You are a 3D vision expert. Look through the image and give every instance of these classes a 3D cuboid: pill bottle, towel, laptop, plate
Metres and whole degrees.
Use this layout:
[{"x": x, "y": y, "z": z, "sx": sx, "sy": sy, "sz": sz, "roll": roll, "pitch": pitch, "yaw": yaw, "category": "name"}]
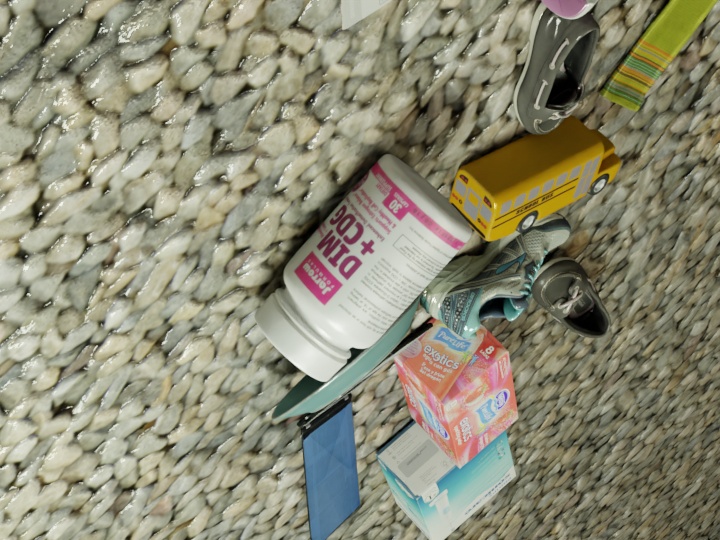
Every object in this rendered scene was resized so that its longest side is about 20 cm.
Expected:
[{"x": 0.000, "y": 0.000, "z": 1.587, "sx": 0.200, "sy": 0.113, "sz": 0.113, "roll": -48, "pitch": 154, "yaw": 9, "category": "pill bottle"}, {"x": 0.332, "y": -0.256, "z": 1.794, "sx": 0.200, "sy": 0.018, "sz": 0.086, "roll": -54, "pitch": 154, "yaw": 18, "category": "towel"}, {"x": 0.013, "y": 0.171, "z": 1.790, "sx": 0.200, "sy": 0.116, "sz": 0.187, "roll": -39, "pitch": 177, "yaw": 16, "category": "laptop"}, {"x": -0.007, "y": 0.090, "z": 1.702, "sx": 0.200, "sy": 0.026, "sz": 0.200, "roll": -41, "pitch": -176, "yaw": 3, "category": "plate"}]

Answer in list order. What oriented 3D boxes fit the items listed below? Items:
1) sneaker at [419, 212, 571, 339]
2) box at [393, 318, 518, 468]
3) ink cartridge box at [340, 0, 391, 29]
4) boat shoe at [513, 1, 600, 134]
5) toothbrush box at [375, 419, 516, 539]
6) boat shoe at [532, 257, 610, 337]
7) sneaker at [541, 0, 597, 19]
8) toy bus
[{"x": 0.164, "y": 0.011, "z": 1.871, "sx": 0.199, "sy": 0.086, "sz": 0.078, "roll": -33, "pitch": 153, "yaw": -21, "category": "sneaker"}, {"x": 0.114, "y": 0.134, "z": 1.973, "sx": 0.102, "sy": 0.095, "sz": 0.200, "roll": -39, "pitch": 154, "yaw": -12, "category": "box"}, {"x": 0.051, "y": -0.295, "z": 1.304, "sx": 0.199, "sy": 0.050, "sz": 0.161, "roll": -32, "pitch": 152, "yaw": -15, "category": "ink cartridge box"}, {"x": 0.193, "y": -0.188, "z": 1.649, "sx": 0.067, "sy": 0.057, "sz": 0.200, "roll": -34, "pitch": 152, "yaw": -20, "category": "boat shoe"}, {"x": 0.112, "y": 0.247, "z": 2.150, "sx": 0.146, "sy": 0.085, "sz": 0.200, "roll": -40, "pitch": 153, "yaw": -9, "category": "toothbrush box"}, {"x": 0.262, "y": 0.036, "z": 2.066, "sx": 0.067, "sy": 0.057, "sz": 0.200, "roll": -46, "pitch": 154, "yaw": 5, "category": "boat shoe"}, {"x": 0.231, "y": -0.317, "z": 1.499, "sx": 0.088, "sy": 0.081, "sz": 0.201, "roll": -24, "pitch": 153, "yaw": -48, "category": "sneaker"}, {"x": 0.186, "y": -0.101, "z": 1.762, "sx": 0.199, "sy": 0.065, "sz": 0.079, "roll": -27, "pitch": 148, "yaw": -30, "category": "toy bus"}]
